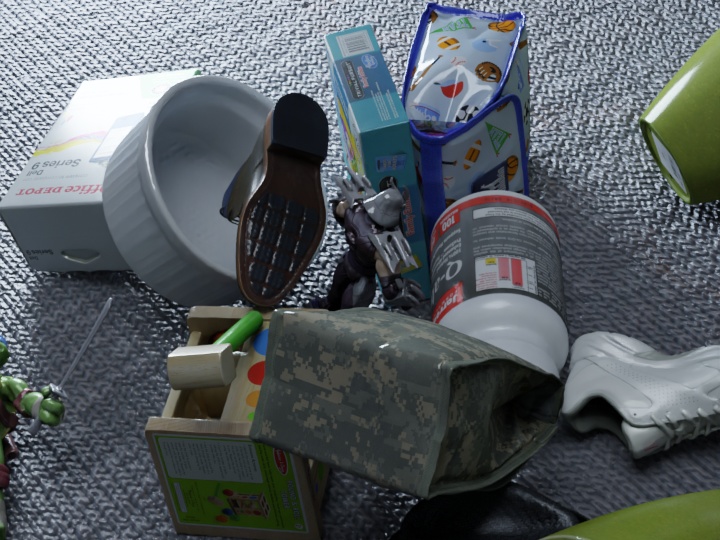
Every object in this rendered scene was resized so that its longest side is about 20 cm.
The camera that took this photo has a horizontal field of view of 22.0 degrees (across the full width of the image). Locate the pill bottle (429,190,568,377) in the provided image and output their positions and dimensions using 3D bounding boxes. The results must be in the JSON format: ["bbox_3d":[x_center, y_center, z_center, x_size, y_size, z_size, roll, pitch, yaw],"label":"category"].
[{"bbox_3d":[0.116,0.037,1.554,0.115,0.117,0.201,-5,42,6],"label":"pill bottle"}]

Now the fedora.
[{"bbox_3d":[0.099,0.216,1.376,0.198,0.092,0.202,-6,42,5],"label":"fedora"}]

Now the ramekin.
[{"bbox_3d":[-0.135,-0.064,1.659,0.097,0.200,0.201,-30,24,43],"label":"ramekin"}]

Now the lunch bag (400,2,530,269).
[{"bbox_3d":[0.095,-0.117,1.689,0.123,0.171,0.201,5,42,15],"label":"lunch bag"}]

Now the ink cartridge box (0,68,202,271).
[{"bbox_3d":[-0.234,-0.096,1.772,0.144,0.088,0.201,-2,44,29],"label":"ink cartridge box"}]

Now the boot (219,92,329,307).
[{"bbox_3d":[-0.077,-0.043,1.564,0.074,0.097,0.201,22,59,-16],"label":"boot"}]

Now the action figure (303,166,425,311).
[{"bbox_3d":[0.000,0.000,1.555,0.069,0.201,0.131,3,44,-26],"label":"action figure"}]

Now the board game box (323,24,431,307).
[{"bbox_3d":[0.016,-0.092,1.652,0.046,0.201,0.152,-13,41,-4],"label":"board game box"}]

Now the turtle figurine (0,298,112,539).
[{"bbox_3d":[-0.323,0.114,1.518,0.199,0.143,0.195,-30,45,46],"label":"turtle figurine"}]

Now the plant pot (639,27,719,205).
[{"bbox_3d":[0.362,-0.151,1.682,0.199,0.188,0.188,-30,44,-1],"label":"plant pot"}]

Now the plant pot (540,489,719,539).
[{"bbox_3d":[0.234,0.231,1.281,0.199,0.189,0.187,-23,41,-36],"label":"plant pot"}]

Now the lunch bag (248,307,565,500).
[{"bbox_3d":[0.041,0.094,1.371,0.163,0.119,0.199,16,9,32],"label":"lunch bag"}]

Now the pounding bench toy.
[{"bbox_3d":[-0.089,0.089,1.474,0.123,0.201,0.157,2,44,13],"label":"pounding bench toy"}]

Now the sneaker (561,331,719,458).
[{"bbox_3d":[0.253,0.114,1.485,0.198,0.078,0.100,4,49,28],"label":"sneaker"}]
